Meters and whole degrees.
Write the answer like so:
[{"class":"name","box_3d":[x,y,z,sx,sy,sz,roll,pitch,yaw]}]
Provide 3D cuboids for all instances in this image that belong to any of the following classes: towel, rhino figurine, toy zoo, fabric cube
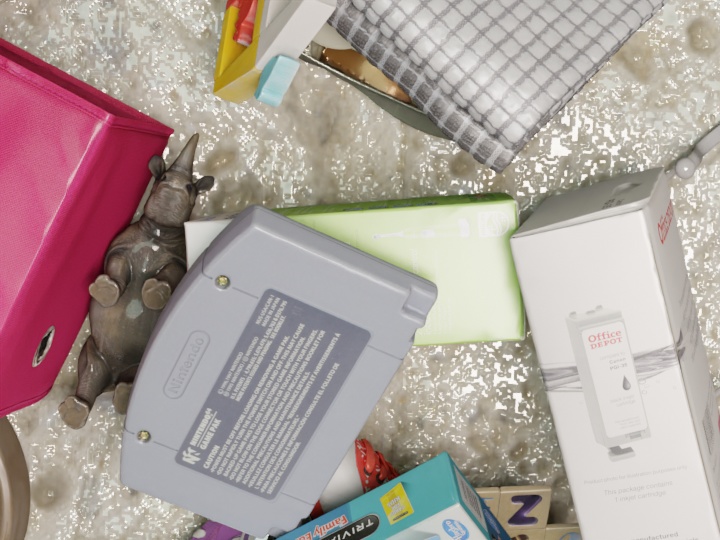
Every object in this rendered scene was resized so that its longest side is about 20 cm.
[{"class":"towel","box_3d":[0.090,-0.178,0.883,0.165,0.086,0.200,43,66,7]},{"class":"rhino figurine","box_3d":[-0.138,0.003,0.919,0.059,0.088,0.202,20,108,-1]},{"class":"toy zoo","box_3d":[-0.046,-0.188,0.859,0.020,0.131,0.202,18,64,-24]},{"class":"fabric cube","box_3d":[-0.256,-0.046,0.884,0.199,0.196,0.201,28,93,2]}]

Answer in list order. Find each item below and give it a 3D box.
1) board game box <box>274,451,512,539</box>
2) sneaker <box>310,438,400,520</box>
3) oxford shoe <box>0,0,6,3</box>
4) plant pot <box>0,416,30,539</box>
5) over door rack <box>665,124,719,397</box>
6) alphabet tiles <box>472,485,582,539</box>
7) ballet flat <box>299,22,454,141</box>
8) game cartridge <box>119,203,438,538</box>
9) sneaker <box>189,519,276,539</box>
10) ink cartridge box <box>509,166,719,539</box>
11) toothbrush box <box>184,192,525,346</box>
[{"class":"board game box","box_3d":[0.005,0.215,0.876,0.199,0.047,0.151,-29,124,12]},{"class":"sneaker","box_3d":[0.023,0.153,0.929,0.107,0.067,0.203,-13,113,2]},{"class":"oxford shoe","box_3d":[-0.194,-0.223,0.930,0.198,0.058,0.076,-23,117,-13]},{"class":"plant pot","box_3d":[-0.330,0.161,0.913,0.198,0.174,0.202,0,93,2]},{"class":"over door rack","box_3d":[0.225,0.005,0.924,0.199,0.067,0.148,-38,90,5]},{"class":"alphabet tiles","box_3d":[0.063,0.215,0.919,0.165,0.006,0.202,-2,125,-8]},{"class":"ballet flat","box_3d":[0.024,-0.135,0.927,0.198,0.064,0.068,24,95,1]},{"class":"game cartridge","box_3d":[-0.058,0.061,0.819,0.132,0.042,0.201,26,118,-9]},{"class":"sneaker","box_3d":[-0.111,0.193,0.956,0.113,0.073,0.202,20,86,17]},{"class":"ink cartridge box","box_3d":[0.159,0.053,0.846,0.082,0.146,0.202,-12,98,18]},{"class":"toothbrush box","box_3d":[0.000,0.000,0.897,0.198,0.146,0.087,-3,95,3]}]
